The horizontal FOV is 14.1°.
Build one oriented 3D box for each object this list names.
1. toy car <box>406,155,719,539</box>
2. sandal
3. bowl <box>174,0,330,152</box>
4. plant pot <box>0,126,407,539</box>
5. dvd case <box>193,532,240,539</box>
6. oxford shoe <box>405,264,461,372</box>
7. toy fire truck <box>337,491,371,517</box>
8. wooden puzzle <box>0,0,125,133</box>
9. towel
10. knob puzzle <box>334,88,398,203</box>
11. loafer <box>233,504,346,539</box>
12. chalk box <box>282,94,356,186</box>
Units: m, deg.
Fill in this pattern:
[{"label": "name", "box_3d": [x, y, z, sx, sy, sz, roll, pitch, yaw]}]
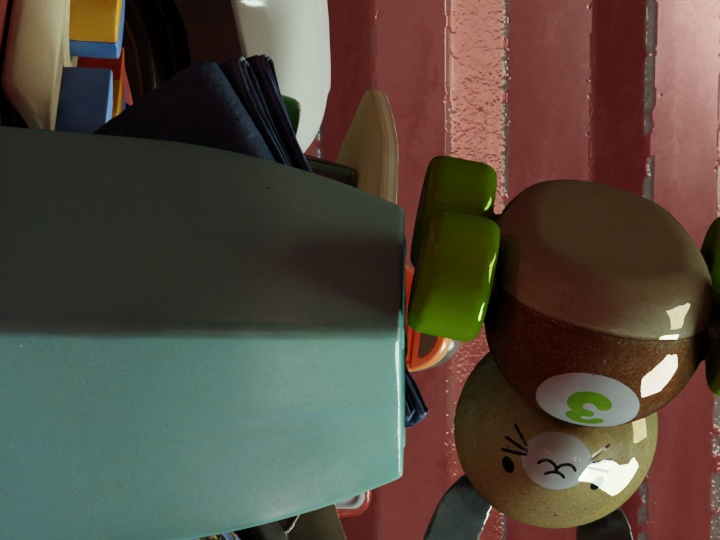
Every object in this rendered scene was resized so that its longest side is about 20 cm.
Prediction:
[{"label": "toy car", "box_3d": [0.091, 0.069, 1.311, 0.158, 0.164, 0.200, -84, -173, -71]}, {"label": "sandal", "box_3d": [-0.142, -0.141, 1.674, 0.082, 0.055, 0.200, -66, 143, -59]}, {"label": "bowl", "box_3d": [-0.081, -0.171, 1.728, 0.200, 0.075, 0.200, 53, -22, 36]}, {"label": "plant pot", "box_3d": [-0.079, 0.030, 1.288, 0.141, 0.200, 0.141, -88, 176, -50]}, {"label": "dvd case", "box_3d": [-0.106, 0.149, 1.480, 0.200, 0.018, 0.143, 49, 24, -24]}, {"label": "oxford shoe", "box_3d": [0.016, 0.025, 1.685, 0.200, 0.072, 0.071, 14, -87, 62]}, {"label": "toy fire truck", "box_3d": [-0.074, 0.064, 1.884, 0.112, 0.168, 0.200, -85, 175, -71]}, {"label": "wooden puzzle", "box_3d": [-0.147, -0.081, 1.524, 0.200, 0.046, 0.185, 88, 3, -47]}, {"label": "towel", "box_3d": [-0.052, 0.001, 1.407, 0.049, 0.112, 0.200, -26, 90, -51]}, {"label": "knob puzzle", "box_3d": [0.000, 0.000, 1.593, 0.220, 0.030, 0.220, -168, -90, -79]}, {"label": "loafer", "box_3d": [-0.002, 0.191, 1.612, 0.200, 0.071, 0.073, 63, -14, -3]}, {"label": "chalk box", "box_3d": [-0.081, -0.004, 1.609, 0.124, 0.125, 0.200, 138, -36, -71]}]
